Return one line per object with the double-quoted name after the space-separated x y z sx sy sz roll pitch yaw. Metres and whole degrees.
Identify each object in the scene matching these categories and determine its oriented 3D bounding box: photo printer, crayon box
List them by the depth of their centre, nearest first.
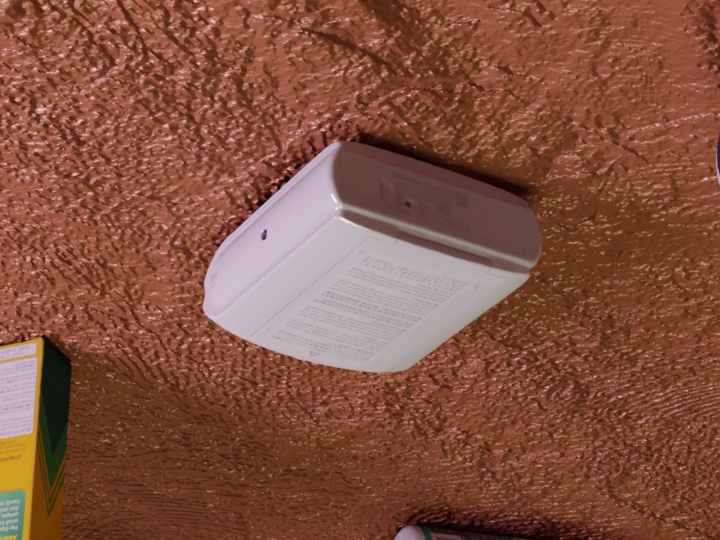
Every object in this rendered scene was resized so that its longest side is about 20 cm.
0.000 0.000 1.665 0.165 0.070 0.200 16 147 -26 "photo printer"
-0.279 0.157 1.809 0.125 0.201 0.052 -11 149 19 "crayon box"

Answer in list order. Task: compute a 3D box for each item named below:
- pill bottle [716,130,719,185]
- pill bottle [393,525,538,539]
0.268 -0.083 1.477 0.110 0.112 0.200 0 150 1 "pill bottle"
0.124 0.281 2.109 0.198 0.114 0.113 9 149 -13 "pill bottle"
